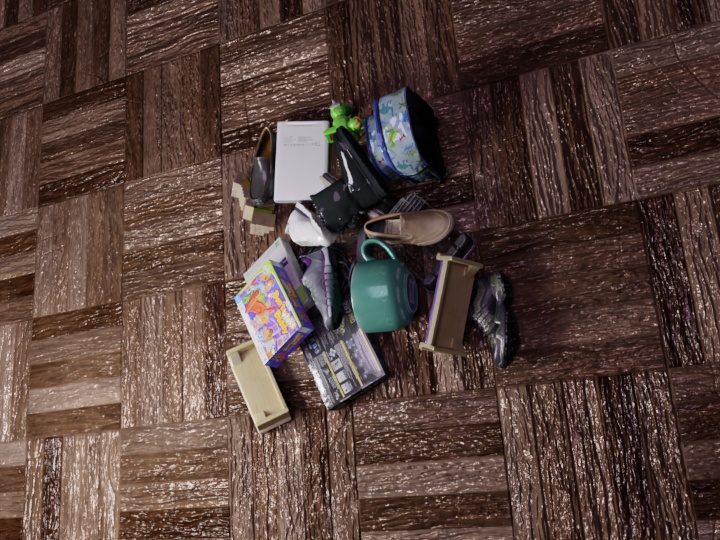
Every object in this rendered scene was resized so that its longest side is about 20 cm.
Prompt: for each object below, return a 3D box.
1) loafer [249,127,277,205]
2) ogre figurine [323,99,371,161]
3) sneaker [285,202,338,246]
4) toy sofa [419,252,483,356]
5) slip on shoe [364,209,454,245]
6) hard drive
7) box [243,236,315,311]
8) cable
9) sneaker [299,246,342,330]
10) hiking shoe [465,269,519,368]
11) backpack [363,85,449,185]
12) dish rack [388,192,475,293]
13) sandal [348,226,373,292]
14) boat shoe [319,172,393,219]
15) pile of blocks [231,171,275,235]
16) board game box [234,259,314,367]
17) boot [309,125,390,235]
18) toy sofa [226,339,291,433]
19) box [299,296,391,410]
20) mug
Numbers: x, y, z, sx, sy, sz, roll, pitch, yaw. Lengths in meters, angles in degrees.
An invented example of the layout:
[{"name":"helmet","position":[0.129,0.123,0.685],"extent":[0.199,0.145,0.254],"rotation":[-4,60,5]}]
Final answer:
[{"name":"loafer","position":[-0.243,-0.257,1.706],"extent":[0.071,0.072,0.203],"rotation":[-2,64,18]},{"name":"ogre figurine","position":[-0.026,-0.312,1.620],"extent":[0.096,0.120,0.204],"rotation":[0,79,23]},{"name":"sneaker","position":[-0.117,-0.088,1.610],"extent":[0.081,0.076,0.200],"rotation":[-53,31,3]},{"name":"toy sofa","position":[0.180,0.071,1.431],"extent":[0.097,0.082,0.204],"rotation":[-173,94,-67]},{"name":"slip on shoe","position":[0.102,-0.096,1.491],"extent":[0.197,0.060,0.078],"rotation":[0,76,26]},{"name":"hard drive","position":[-0.142,-0.266,1.693],"extent":[0.129,0.026,0.204],"rotation":[0,78,5]},{"name":"box","position":[-0.193,0.042,1.629],"extent":[0.144,0.036,0.202],"rotation":[-43,52,21]},{"name":"cable","position":[-0.113,0.030,1.619],"extent":[0.198,0.051,0.165],"rotation":[-32,68,15]},{"name":"sneaker","position":[-0.091,0.047,1.543],"extent":[0.086,0.075,0.203],"rotation":[-13,58,14]},{"name":"hiking shoe","position":[0.268,0.105,1.432],"extent":[0.099,0.075,0.204],"rotation":[-14,66,32]},{"name":"backpack","position":[0.091,-0.290,1.519],"extent":[0.145,0.200,0.186],"rotation":[-15,73,19]},{"name":"dish rack","position":[0.137,-0.068,1.532],"extent":[0.154,0.054,0.200],"rotation":[-49,63,5]},{"name":"sandal","position":[0.000,0.000,1.568],"extent":[0.042,0.076,0.204],"rotation":[-5,66,20]},{"name":"boat shoe","position":[-0.009,-0.181,1.615],"extent":[0.199,0.073,0.063],"rotation":[36,85,21]},{"name":"pile of blocks","position":[-0.265,-0.158,1.733],"extent":[0.202,0.081,0.063],"rotation":[63,148,31]},{"name":"board game box","position":[-0.198,0.096,1.562],"extent":[0.135,0.044,0.201],"rotation":[-45,54,19]},{"name":"boot","position":[-0.044,-0.194,1.533],"extent":[0.161,0.073,0.200],"rotation":[-33,94,21]},{"name":"toy sofa","position":[-0.236,0.270,1.607],"extent":[0.082,0.098,0.202],"rotation":[-23,67,-13]},{"name":"box","position":[-0.043,0.187,1.554],"extent":[0.160,0.049,0.202],"rotation":[-34,67,15]},{"name":"mug","position":[0.054,0.039,1.475],"extent":[0.112,0.187,0.153],"rotation":[-6,31,20]}]
